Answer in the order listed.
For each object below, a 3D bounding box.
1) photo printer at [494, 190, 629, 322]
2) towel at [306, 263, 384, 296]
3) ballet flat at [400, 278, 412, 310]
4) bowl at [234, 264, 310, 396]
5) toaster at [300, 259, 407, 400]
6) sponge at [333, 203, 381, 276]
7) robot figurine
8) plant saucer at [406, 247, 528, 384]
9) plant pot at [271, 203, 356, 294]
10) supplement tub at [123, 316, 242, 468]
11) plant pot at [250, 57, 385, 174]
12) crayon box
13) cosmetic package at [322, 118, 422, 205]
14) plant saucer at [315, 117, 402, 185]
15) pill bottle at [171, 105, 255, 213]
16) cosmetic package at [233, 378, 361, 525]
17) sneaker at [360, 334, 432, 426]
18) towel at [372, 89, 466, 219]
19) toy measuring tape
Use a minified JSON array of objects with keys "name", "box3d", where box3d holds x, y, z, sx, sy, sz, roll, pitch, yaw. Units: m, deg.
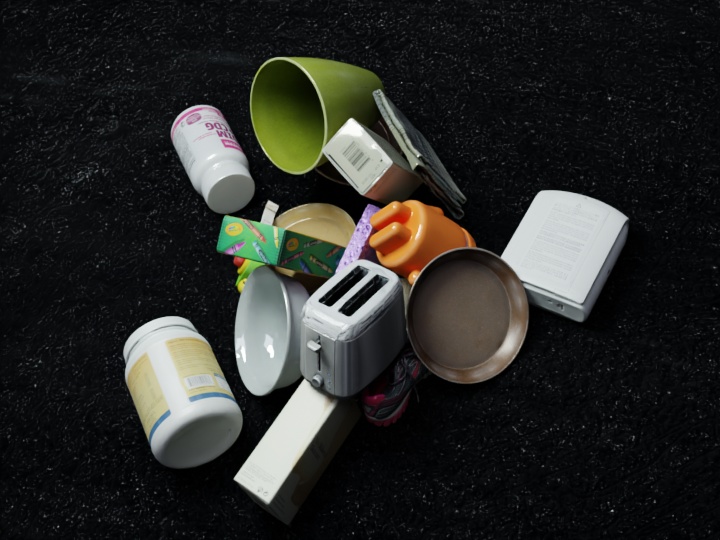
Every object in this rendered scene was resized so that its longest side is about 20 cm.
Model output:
[{"name":"photo printer","box3d":[0.320,-0.034,1.348,0.165,0.070,0.201,21,64,27]},{"name":"towel","box3d":[0.000,0.000,1.449,0.199,0.018,0.086,-40,57,-12]},{"name":"ballet flat","box3d":[0.024,0.082,1.360,0.067,0.063,0.201,25,66,28]},{"name":"bowl","box3d":[-0.120,0.096,1.347,0.089,0.202,0.203,5,46,-31]},{"name":"toaster","box3d":[-0.004,0.077,1.231,0.113,0.131,0.200,26,47,30]},{"name":"sponge","box3d":[-0.008,0.005,1.369,0.029,0.112,0.202,18,65,17]},{"name":"robot figurine","box3d":[0.105,-0.037,1.349,0.118,0.198,0.144,-57,34,9]},{"name":"plant saucer","box3d":[0.158,0.067,1.289,0.197,0.034,0.204,0,89,-15]},{"name":"plant pot","box3d":[-0.096,-0.032,1.482,0.197,0.028,0.202,-12,50,14]},{"name":"supplement tub","box3d":[-0.280,0.186,1.326,0.143,0.145,0.201,-30,54,-5]},{"name":"plant pot","box3d":[-0.053,-0.278,1.453,0.186,0.190,0.199,34,39,31]},{"name":"crayon box","box3d":[-0.117,-0.033,1.341,0.117,0.199,0.059,13,89,29]},{"name":"cosmetic package","box3d":[0.024,-0.169,1.395,0.071,0.200,0.105,-45,74,11]},{"name":"plant saucer","box3d":[-0.021,-0.238,1.553,0.197,0.035,0.204,5,67,-11]},{"name":"pill bottle","box3d":[-0.275,-0.208,1.606,0.112,0.114,0.201,-28,55,-4]},{"name":"cosmetic package","box3d":[-0.087,0.256,1.252,0.070,0.106,0.201,25,68,27]},{"name":"sneaker","box3d":[0.070,0.140,1.301,0.080,0.075,0.201,20,64,26]},{"name":"towel","box3d":[0.105,-0.198,1.449,0.034,0.192,0.202,-33,54,13]},{"name":"toy measuring tape","box3d":[-0.167,-0.048,1.456,0.072,0.074,0.202,4,55,18]}]
